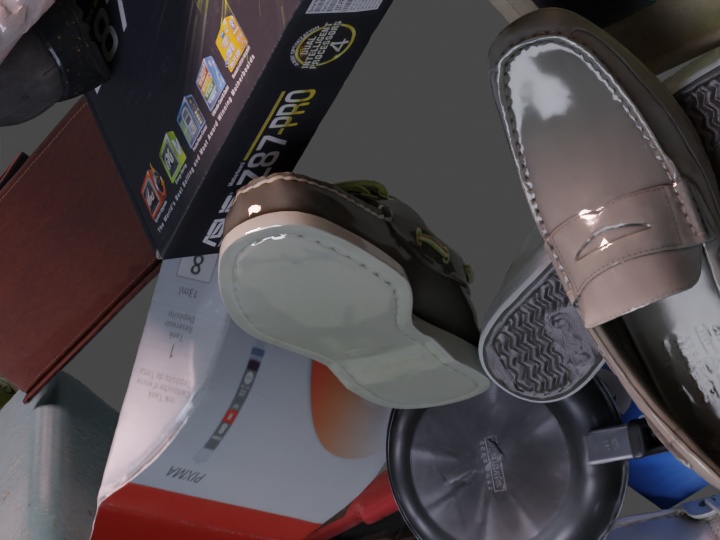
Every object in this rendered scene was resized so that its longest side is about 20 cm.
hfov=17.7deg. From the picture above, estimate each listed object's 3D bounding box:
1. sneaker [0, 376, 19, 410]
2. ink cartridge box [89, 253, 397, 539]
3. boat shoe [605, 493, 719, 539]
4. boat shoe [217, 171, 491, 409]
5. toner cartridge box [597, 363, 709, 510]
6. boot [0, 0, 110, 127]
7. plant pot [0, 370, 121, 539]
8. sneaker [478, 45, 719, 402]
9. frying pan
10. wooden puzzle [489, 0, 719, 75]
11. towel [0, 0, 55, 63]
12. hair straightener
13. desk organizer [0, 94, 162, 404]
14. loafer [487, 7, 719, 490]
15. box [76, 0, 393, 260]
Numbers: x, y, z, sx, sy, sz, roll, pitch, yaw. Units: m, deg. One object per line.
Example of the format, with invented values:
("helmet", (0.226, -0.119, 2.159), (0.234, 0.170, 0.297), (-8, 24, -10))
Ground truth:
("sneaker", (-0.150, 0.107, 1.201), (0.199, 0.076, 0.077), (27, 136, -11))
("ink cartridge box", (-0.044, 0.083, 1.001), (0.050, 0.201, 0.162), (9, 173, 32))
("boat shoe", (0.179, 0.123, 1.047), (0.199, 0.071, 0.069), (-3, 134, -16))
("boat shoe", (-0.003, 0.001, 0.930), (0.072, 0.061, 0.202), (-13, 156, 19))
("toner cartridge box", (0.165, 0.026, 1.007), (0.095, 0.043, 0.200), (34, 136, -14))
("boot", (-0.201, -0.084, 0.942), (0.200, 0.131, 0.070), (22, 142, 56))
("plant pot", (-0.141, 0.208, 1.106), (0.196, 0.200, 0.196), (40, 103, -18))
("sneaker", (0.121, -0.036, 0.950), (0.073, 0.085, 0.200), (40, 118, -10))
("frying pan", (0.095, 0.091, 1.006), (0.189, 0.031, 0.115), (13, 99, 22))
("wooden puzzle", (0.089, -0.161, 0.859), (0.185, 0.037, 0.200), (-23, 120, 39))
("towel", (-0.195, -0.120, 0.874), (0.191, 0.200, 0.032), (32, 169, 32))
("hair straightener", (0.019, 0.144, 1.190), (0.077, 0.041, 0.200), (40, 135, -16))
("desk organizer", (-0.126, -0.027, 1.061), (0.077, 0.072, 0.200), (38, 136, -11))
("loafer", (0.108, -0.006, 0.876), (0.070, 0.070, 0.200), (-28, 103, 23))
("box", (-0.056, -0.126, 0.881), (0.049, 0.162, 0.200), (-8, 150, -32))
